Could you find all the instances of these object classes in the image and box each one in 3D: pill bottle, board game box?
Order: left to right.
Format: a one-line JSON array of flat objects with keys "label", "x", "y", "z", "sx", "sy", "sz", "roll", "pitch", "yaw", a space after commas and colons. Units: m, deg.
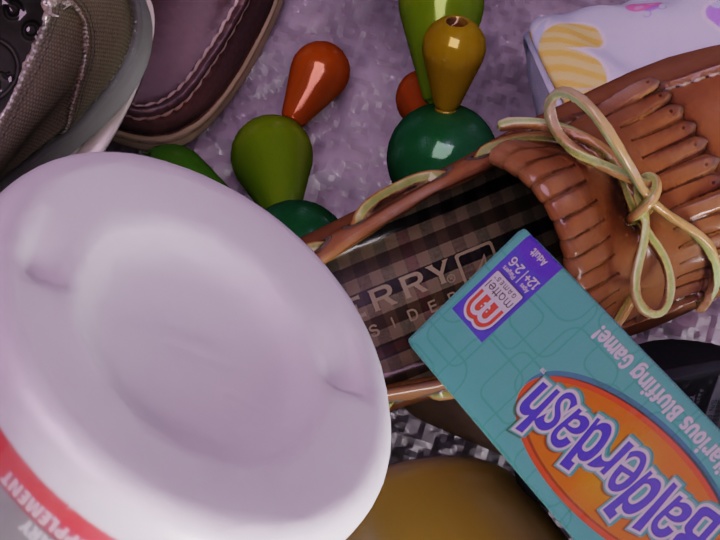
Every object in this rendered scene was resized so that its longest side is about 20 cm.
[{"label": "pill bottle", "x": -0.090, "y": 0.073, "z": 0.641, "sx": 0.114, "sy": 0.114, "sz": 0.200, "roll": 50, "pitch": 128, "yaw": 10}, {"label": "board game box", "x": 0.110, "y": 0.093, "z": 0.643, "sx": 0.045, "sy": 0.200, "sz": 0.152, "roll": -43, "pitch": 43, "yaw": 2}]

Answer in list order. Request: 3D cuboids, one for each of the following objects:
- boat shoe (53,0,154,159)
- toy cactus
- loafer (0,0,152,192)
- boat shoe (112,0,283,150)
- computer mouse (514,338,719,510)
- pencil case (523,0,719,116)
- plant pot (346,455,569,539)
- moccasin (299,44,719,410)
[{"label": "boat shoe", "x": -0.129, "y": -0.004, "z": 0.718, "sx": 0.072, "sy": 0.060, "sz": 0.200, "roll": 37, "pitch": 84, "yaw": 13}, {"label": "toy cactus", "x": 0.000, "y": 0.000, "z": 0.760, "sx": 0.165, "sy": 0.102, "sz": 0.200, "roll": 32, "pitch": 74, "yaw": 16}, {"label": "loafer", "x": -0.141, "y": -0.020, "z": 0.655, "sx": 0.075, "sy": 0.070, "sz": 0.200, "roll": 42, "pitch": 85, "yaw": 13}, {"label": "boat shoe", "x": -0.047, "y": -0.139, "z": 0.807, "sx": 0.072, "sy": 0.072, "sz": 0.201, "roll": 21, "pitch": 80, "yaw": 6}, {"label": "computer mouse", "x": 0.127, "y": 0.042, "z": 0.745, "sx": 0.199, "sy": 0.034, "sz": 0.059, "roll": 0, "pitch": 120, "yaw": -32}, {"label": "pencil case", "x": 0.148, "y": -0.064, "z": 0.776, "sx": 0.199, "sy": 0.091, "sz": 0.084, "roll": -17, "pitch": 79, "yaw": -2}, {"label": "plant pot", "x": 0.027, "y": 0.163, "z": 0.695, "sx": 0.200, "sy": 0.201, "sz": 0.190, "roll": -25, "pitch": 63, "yaw": -3}, {"label": "moccasin", "x": 0.051, "y": -0.011, "z": 0.688, "sx": 0.200, "sy": 0.078, "sz": 0.074, "roll": -17, "pitch": 94, "yaw": -5}]
